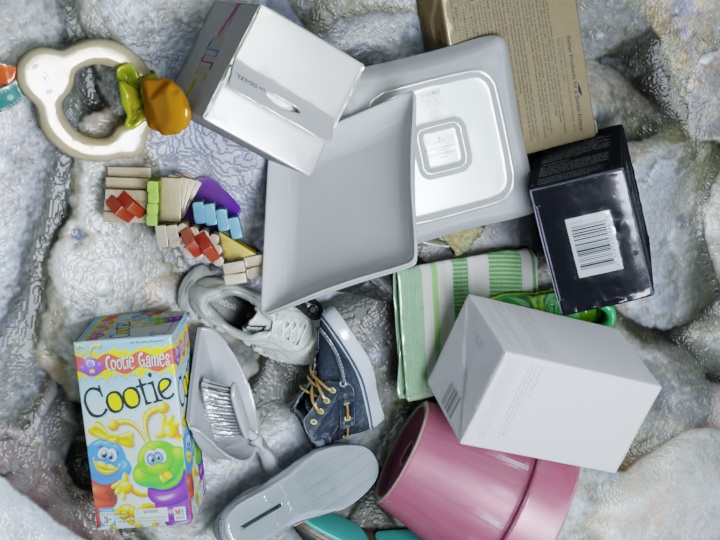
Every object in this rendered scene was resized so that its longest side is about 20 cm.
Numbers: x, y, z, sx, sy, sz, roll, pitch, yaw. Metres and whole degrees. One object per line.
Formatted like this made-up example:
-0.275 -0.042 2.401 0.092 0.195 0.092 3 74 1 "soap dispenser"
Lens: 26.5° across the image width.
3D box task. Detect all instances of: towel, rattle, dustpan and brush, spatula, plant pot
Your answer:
0.123 0.058 1.735 0.199 0.023 0.154 -11 104 -32 "towel"
-0.286 -0.168 1.509 0.199 0.143 0.131 18 111 -28 "rattle"
-0.130 0.170 1.654 0.057 0.140 0.201 -7 136 9 "dustpan and brush"
-0.113 -0.019 1.631 0.200 0.021 0.057 43 91 -8 "spatula"
0.123 0.241 1.713 0.178 0.200 0.201 27 90 -6 "plant pot"

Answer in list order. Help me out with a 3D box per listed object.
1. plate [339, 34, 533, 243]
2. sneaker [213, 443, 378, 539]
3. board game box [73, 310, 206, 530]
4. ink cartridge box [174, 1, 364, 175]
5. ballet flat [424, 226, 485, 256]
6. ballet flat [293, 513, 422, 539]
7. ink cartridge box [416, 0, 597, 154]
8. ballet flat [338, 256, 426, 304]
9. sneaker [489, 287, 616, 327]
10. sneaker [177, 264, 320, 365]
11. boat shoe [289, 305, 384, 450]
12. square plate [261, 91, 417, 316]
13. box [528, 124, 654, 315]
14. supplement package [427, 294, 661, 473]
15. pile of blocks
0.083 -0.132 1.625 0.198 0.032 0.201 -15 102 -9 "plate"
-0.076 0.244 1.679 0.199 0.071 0.073 -20 93 -26 "sneaker"
-0.226 0.154 1.591 0.102 0.105 0.201 -5 102 3 "board game box"
-0.095 -0.185 1.537 0.128 0.200 0.126 27 90 -23 "ink cartridge box"
0.048 -0.076 1.686 0.199 0.071 0.071 29 89 -22 "ballet flat"
0.004 0.324 1.743 0.199 0.068 0.069 16 107 -22 "ballet flat"
0.162 -0.230 1.689 0.164 0.075 0.201 -15 104 -18 "ink cartridge box"
0.000 0.000 1.697 0.199 0.057 0.067 13 68 -26 "ballet flat"
0.205 0.059 1.725 0.199 0.083 0.075 -17 107 -30 "sneaker"
-0.099 0.058 1.647 0.199 0.081 0.076 20 91 -23 "sneaker"
-0.034 0.125 1.650 0.091 0.071 0.201 -29 141 -10 "boat shoe"
-0.017 -0.064 1.560 0.028 0.197 0.201 31 50 -44 "square plate"
0.255 -0.059 1.680 0.104 0.200 0.149 -13 105 13 "box"
0.196 0.123 1.640 0.199 0.121 0.120 13 115 -24 "supplement package"
-0.178 -0.050 1.580 0.199 0.062 0.082 26 97 -7 "pile of blocks"
